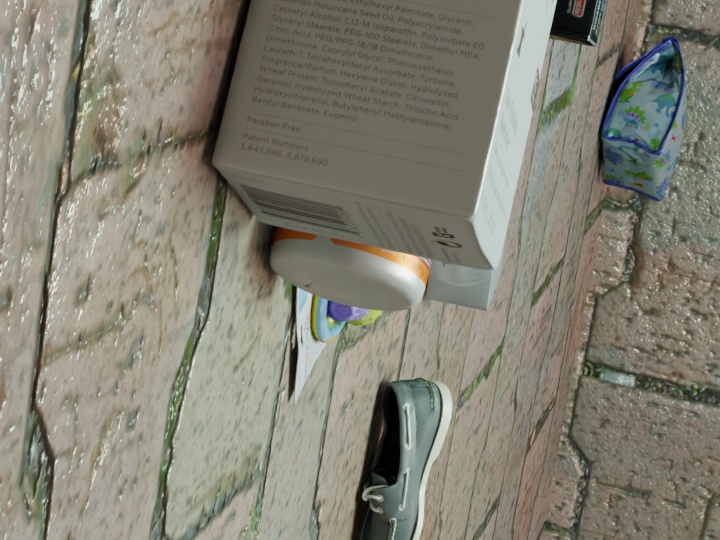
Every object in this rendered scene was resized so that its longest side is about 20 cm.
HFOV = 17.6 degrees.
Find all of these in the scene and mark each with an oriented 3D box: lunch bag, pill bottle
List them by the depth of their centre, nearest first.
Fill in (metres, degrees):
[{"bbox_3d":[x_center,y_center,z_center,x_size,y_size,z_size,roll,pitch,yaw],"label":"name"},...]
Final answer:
[{"bbox_3d":[0.013,-0.083,1.583,0.110,0.109,0.201,66,38,-72],"label":"pill bottle"},{"bbox_3d":[0.447,-0.240,3.583,0.170,0.127,0.201,76,38,-66],"label":"lunch bag"}]

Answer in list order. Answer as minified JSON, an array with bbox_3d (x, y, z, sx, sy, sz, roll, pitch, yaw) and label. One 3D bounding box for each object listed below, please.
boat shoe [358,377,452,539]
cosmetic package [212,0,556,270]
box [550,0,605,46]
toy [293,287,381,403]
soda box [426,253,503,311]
[{"bbox_3d":[0.024,0.193,2.123,0.061,0.073,0.201,12,99,-36],"label":"boat shoe"},{"bbox_3d":[0.021,-0.125,1.432,0.165,0.164,0.202,52,51,-77],"label":"cosmetic package"},{"bbox_3d":[0.126,-0.287,1.808,0.046,0.158,0.202,9,93,-78],"label":"box"},{"bbox_3d":[0.000,0.000,1.769,0.200,0.047,0.116,-66,162,-50],"label":"toy"},{"bbox_3d":[0.108,-0.067,2.204,0.068,0.063,0.201,-62,161,-58],"label":"soda box"}]
